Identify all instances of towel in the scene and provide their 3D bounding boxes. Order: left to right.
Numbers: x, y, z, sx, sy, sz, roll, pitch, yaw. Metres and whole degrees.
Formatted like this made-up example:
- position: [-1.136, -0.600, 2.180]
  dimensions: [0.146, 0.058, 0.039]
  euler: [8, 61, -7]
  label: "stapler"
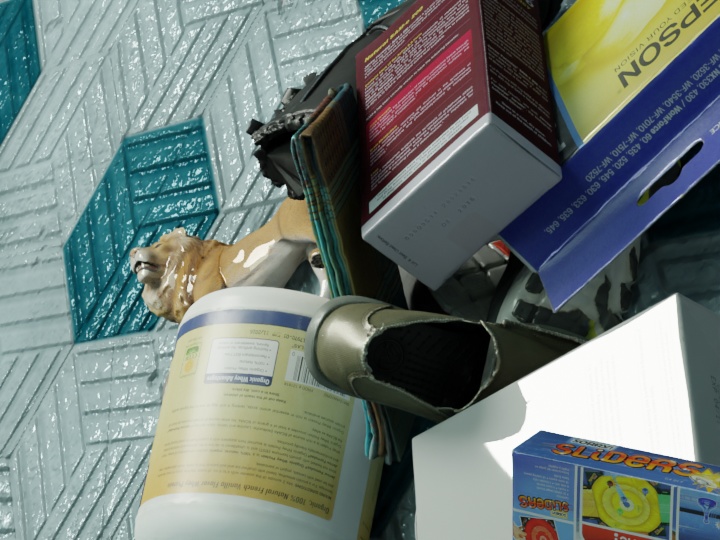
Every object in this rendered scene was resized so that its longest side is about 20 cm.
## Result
- position: [0.000, 0.000, 1.633]
  dimensions: [0.022, 0.200, 0.147]
  euler: [-12, 13, 12]
  label: "towel"

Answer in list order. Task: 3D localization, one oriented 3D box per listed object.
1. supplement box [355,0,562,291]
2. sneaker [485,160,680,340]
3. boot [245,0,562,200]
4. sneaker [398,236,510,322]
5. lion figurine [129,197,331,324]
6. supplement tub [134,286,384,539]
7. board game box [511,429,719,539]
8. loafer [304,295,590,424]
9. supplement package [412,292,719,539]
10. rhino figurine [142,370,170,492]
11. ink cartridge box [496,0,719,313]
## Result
- position: [0.054, -0.092, 1.621]
  dimensions: [0.109, 0.061, 0.200]
  euler: [-42, 27, 26]
  label: "supplement box"
- position: [0.124, -0.016, 1.658]
  dimensions: [0.085, 0.074, 0.200]
  euler: [7, 64, 59]
  label: "sneaker"
- position: [0.025, -0.127, 1.785]
  dimensions: [0.198, 0.073, 0.162]
  euler: [-23, 17, 49]
  label: "boot"
- position: [0.052, 0.012, 1.739]
  dimensions: [0.200, 0.077, 0.082]
  euler: [52, 139, 48]
  label: "sneaker"
- position: [-0.067, -0.006, 1.895]
  dimensions: [0.200, 0.072, 0.123]
  euler: [-25, 40, 22]
  label: "lion figurine"
- position: [-0.059, 0.126, 1.716]
  dimensions: [0.144, 0.144, 0.200]
  euler: [-15, 55, 46]
  label: "supplement tub"
- position: [0.169, 0.163, 1.365]
  dimensions: [0.200, 0.034, 0.135]
  euler: [11, 112, 29]
  label: "board game box"
- position: [0.069, 0.063, 1.556]
  dimensions: [0.070, 0.200, 0.075]
  euler: [-160, 80, -71]
  label: "loafer"
- position: [0.139, 0.121, 1.491]
  dimensions: [0.200, 0.120, 0.121]
  euler: [-31, 48, 36]
  label: "supplement package"
- position: [-0.103, 0.141, 1.809]
  dimensions: [0.060, 0.087, 0.200]
  euler: [-17, 54, 46]
  label: "rhino figurine"
- position: [0.148, -0.098, 1.586]
  dimensions: [0.198, 0.047, 0.200]
  euler: [-44, 24, 15]
  label: "ink cartridge box"
